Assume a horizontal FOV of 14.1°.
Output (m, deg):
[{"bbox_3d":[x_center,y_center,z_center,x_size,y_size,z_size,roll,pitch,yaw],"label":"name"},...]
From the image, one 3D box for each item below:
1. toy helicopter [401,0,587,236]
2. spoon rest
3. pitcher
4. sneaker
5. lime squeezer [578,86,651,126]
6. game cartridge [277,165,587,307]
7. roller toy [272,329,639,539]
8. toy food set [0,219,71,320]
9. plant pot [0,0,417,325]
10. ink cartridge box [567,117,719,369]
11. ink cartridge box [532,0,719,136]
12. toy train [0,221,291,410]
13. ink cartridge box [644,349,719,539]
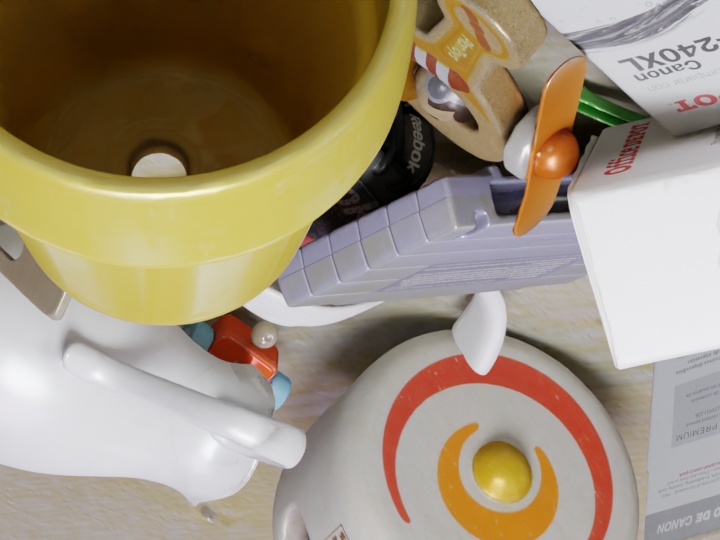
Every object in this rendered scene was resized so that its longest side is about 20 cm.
[{"bbox_3d":[0.048,-0.083,1.216,0.132,0.079,0.200,46,170,0],"label":"toy helicopter"},{"bbox_3d":[0.000,0.000,1.492,0.200,0.099,0.061,17,120,-39],"label":"spoon rest"},{"bbox_3d":[-0.134,0.054,1.499,0.200,0.122,0.172,25,168,-20],"label":"pitcher"},{"bbox_3d":[-0.017,-0.074,1.364,0.098,0.071,0.201,2,152,13],"label":"sneaker"},{"bbox_3d":[0.188,-0.027,1.371,0.200,0.071,0.038,49,128,9],"label":"lime squeezer"},{"bbox_3d":[0.070,-0.019,1.398,0.200,0.038,0.129,-4,170,-44],"label":"game cartridge"},{"bbox_3d":[0.054,0.134,1.596,0.182,0.200,0.140,22,148,-12],"label":"roller toy"},{"bbox_3d":[-0.236,-0.056,1.382,0.200,0.060,0.143,36,-178,-42],"label":"toy food set"},{"bbox_3d":[-0.082,-0.075,1.177,0.200,0.201,0.189,8,154,0],"label":"plant pot"},{"bbox_3d":[0.201,-0.031,1.262,0.199,0.084,0.145,-12,-169,13],"label":"ink cartridge box"},{"bbox_3d":[0.139,-0.149,1.175,0.145,0.084,0.200,-15,143,36],"label":"ink cartridge box"},{"bbox_3d":[-0.145,0.034,1.617,0.200,0.056,0.150,31,122,-21],"label":"toy train"},{"bbox_3d":[0.240,0.052,1.413,0.084,0.176,0.200,29,146,-34],"label":"ink cartridge box"}]
